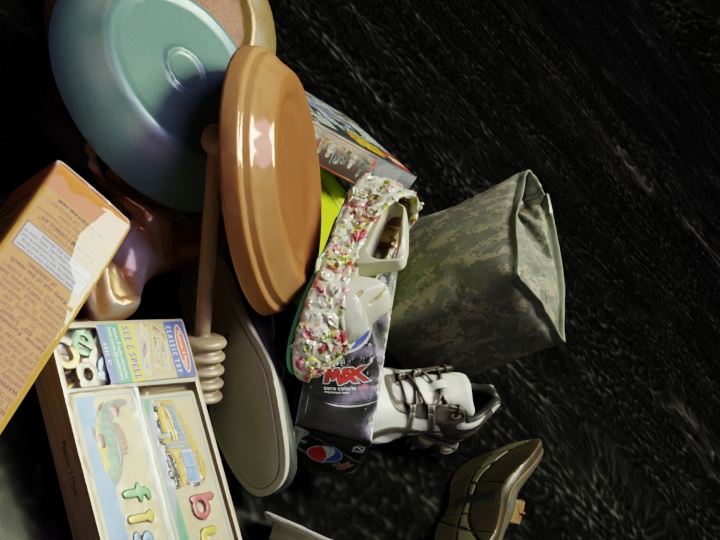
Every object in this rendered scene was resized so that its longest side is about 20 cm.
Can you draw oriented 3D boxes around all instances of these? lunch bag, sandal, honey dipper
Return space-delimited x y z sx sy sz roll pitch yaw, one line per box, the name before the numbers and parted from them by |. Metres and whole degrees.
lunch bag | 0.110 0.001 1.223 0.118 0.163 0.201 51 29 -30
sandal | 0.122 0.218 1.133 0.055 0.081 0.200 67 24 -16
honey dipper | -0.113 -0.005 0.900 0.038 0.038 0.203 -16 113 -61

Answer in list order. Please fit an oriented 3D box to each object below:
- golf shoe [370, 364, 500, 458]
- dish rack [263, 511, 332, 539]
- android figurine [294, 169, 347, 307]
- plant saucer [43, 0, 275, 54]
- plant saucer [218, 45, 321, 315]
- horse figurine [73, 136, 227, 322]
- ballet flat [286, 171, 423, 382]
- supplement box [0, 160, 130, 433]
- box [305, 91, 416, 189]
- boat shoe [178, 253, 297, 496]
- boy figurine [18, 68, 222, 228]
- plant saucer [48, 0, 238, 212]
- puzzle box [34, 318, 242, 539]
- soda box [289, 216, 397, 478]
golf shoe | 0.045 0.109 1.099 0.199 0.094 0.079 15 50 -50
dish rack | 0.030 0.241 0.909 0.199 0.171 0.044 31 76 -39
android figurine | -0.052 -0.036 1.146 0.201 0.041 0.182 53 28 -6
plant saucer | -0.158 -0.203 1.025 0.198 0.035 0.203 4 79 -23
plant saucer | -0.062 -0.068 0.936 0.200 0.037 0.203 -4 90 -79
horse figurine | -0.178 -0.017 0.881 0.133 0.050 0.201 57 42 -24
ballet flat | 0.000 0.000 0.964 0.076 0.063 0.201 73 29 -48
supplement box | -0.216 0.032 0.731 0.069 0.066 0.201 42 49 -24
box | -0.051 -0.140 1.190 0.199 0.040 0.137 24 17 -47
boat shoe | -0.080 0.076 0.954 0.067 0.072 0.202 17 45 -49
boy figurine | -0.167 -0.079 0.965 0.200 0.064 0.125 41 61 -21
plant saucer | -0.140 -0.142 0.931 0.199 0.036 0.202 30 46 -36
puzzle box | -0.143 0.131 0.825 0.133 0.025 0.202 1 68 -58
soda box | -0.014 0.060 1.015 0.063 0.071 0.202 15 55 -7
